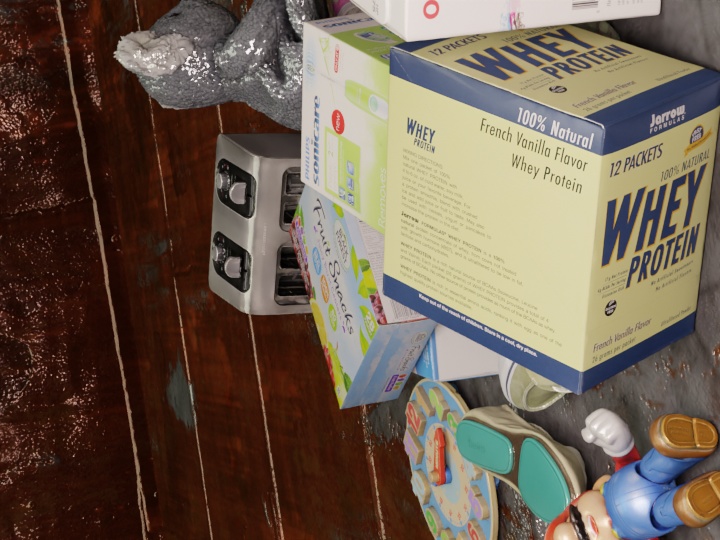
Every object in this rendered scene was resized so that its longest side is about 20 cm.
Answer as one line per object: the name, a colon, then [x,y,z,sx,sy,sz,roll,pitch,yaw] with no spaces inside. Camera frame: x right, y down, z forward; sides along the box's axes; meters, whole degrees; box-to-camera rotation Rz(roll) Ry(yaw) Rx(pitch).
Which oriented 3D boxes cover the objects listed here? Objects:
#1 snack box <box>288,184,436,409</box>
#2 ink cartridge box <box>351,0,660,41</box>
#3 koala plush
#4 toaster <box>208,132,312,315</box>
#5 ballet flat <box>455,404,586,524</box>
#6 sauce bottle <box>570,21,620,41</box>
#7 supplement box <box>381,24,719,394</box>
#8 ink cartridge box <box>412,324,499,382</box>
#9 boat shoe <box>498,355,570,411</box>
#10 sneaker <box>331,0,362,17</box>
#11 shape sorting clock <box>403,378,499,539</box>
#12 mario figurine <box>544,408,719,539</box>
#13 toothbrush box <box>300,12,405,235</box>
snack box: [0.000,0.000,1.582,0.169,0.067,0.201,114,143,-58]
ink cartridge box: [0.098,-0.260,1.219,0.146,0.199,0.148,-132,38,-60]
koala plush: [-0.130,-0.211,1.658,0.177,0.199,0.185,51,-151,-80]
toaster: [-0.059,-0.051,1.846,0.119,0.199,0.182,-141,53,-61]
ballet flat: [0.154,0.163,1.465,0.200,0.069,0.070,-145,49,-59]
sauce bottle: [0.149,-0.117,1.348,0.200,0.064,0.065,109,147,-52]
supplement box: [0.131,-0.057,1.213,0.200,0.134,0.201,26,126,39]
ink cartridge box: [0.065,0.019,1.636,0.200,0.084,0.145,-164,68,-72]
boat shoe: [0.164,0.065,1.374,0.200,0.072,0.062,111,148,-52]
sneaker: [0.013,-0.261,1.675,0.200,0.081,0.089,-173,74,-71]
shape sorting clock: [0.088,0.207,1.723,0.200,0.039,0.201,171,90,-73]
mario figurine: [0.192,0.185,1.277,0.200,0.106,0.124,-55,12,55]
toothbrush box: [0.036,-0.114,1.395,0.200,0.086,0.146,37,132,50]
